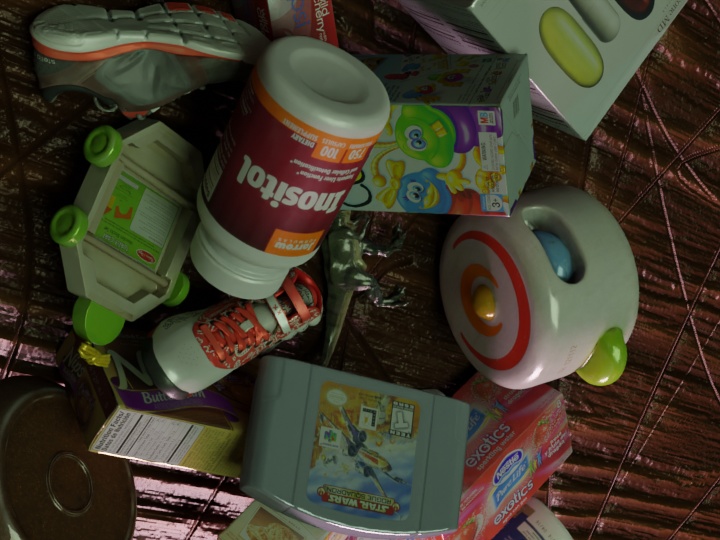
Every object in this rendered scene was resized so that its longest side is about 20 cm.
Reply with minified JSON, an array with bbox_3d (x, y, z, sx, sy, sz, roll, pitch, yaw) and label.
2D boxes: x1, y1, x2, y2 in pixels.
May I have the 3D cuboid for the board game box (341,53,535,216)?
[{"bbox_3d":[0.040,-0.117,1.221,0.105,0.197,0.104,-58,145,-53],"label":"board game box"}]

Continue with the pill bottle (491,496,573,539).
[{"bbox_3d":[0.138,0.347,1.574,0.199,0.111,0.112,-38,128,-16],"label":"pill bottle"}]

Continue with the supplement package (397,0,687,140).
[{"bbox_3d":[0.164,-0.264,1.292,0.200,0.147,0.192,39,86,-39],"label":"supplement package"}]

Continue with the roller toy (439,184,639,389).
[{"bbox_3d":[0.166,0.016,1.400,0.138,0.199,0.185,-15,108,-29],"label":"roller toy"}]

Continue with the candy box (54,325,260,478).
[{"bbox_3d":[-0.157,0.114,1.245,0.199,0.117,0.057,19,117,-40],"label":"candy box"}]

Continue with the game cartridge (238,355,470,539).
[{"bbox_3d":[-0.002,0.159,1.232,0.198,0.042,0.135,14,64,-17],"label":"game cartridge"}]

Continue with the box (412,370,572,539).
[{"bbox_3d":[0.116,0.198,1.472,0.200,0.102,0.095,-40,136,-26],"label":"box"}]

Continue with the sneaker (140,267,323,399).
[{"bbox_3d":[-0.102,0.044,1.218,0.107,0.068,0.201,-33,175,21],"label":"sneaker"}]

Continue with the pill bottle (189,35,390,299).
[{"bbox_3d":[-0.064,-0.077,1.152,0.112,0.114,0.201,0,134,-36],"label":"pill bottle"}]

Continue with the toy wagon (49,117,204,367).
[{"bbox_3d":[-0.193,-0.021,1.174,0.155,0.039,0.202,36,73,-54],"label":"toy wagon"}]

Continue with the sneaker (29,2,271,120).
[{"bbox_3d":[-0.165,-0.163,1.145,0.197,0.077,0.083,2,124,-15],"label":"sneaker"}]

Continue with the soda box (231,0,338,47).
[{"bbox_3d":[-0.071,-0.259,1.173,0.063,0.070,0.202,-25,123,-26],"label":"soda box"}]

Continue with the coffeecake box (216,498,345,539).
[{"bbox_3d":[-0.044,0.219,1.307,0.200,0.073,0.154,-44,167,-27],"label":"coffeecake box"}]

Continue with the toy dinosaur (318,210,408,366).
[{"bbox_3d":[0.000,0.000,1.360,0.087,0.047,0.203,-5,114,-18],"label":"toy dinosaur"}]

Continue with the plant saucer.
[{"bbox_3d":[-0.249,0.179,1.181,0.034,0.202,0.200,-22,137,27],"label":"plant saucer"}]

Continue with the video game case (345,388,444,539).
[{"bbox_3d":[-0.007,0.221,1.470,0.180,0.023,0.202,-1,111,-36],"label":"video game case"}]
